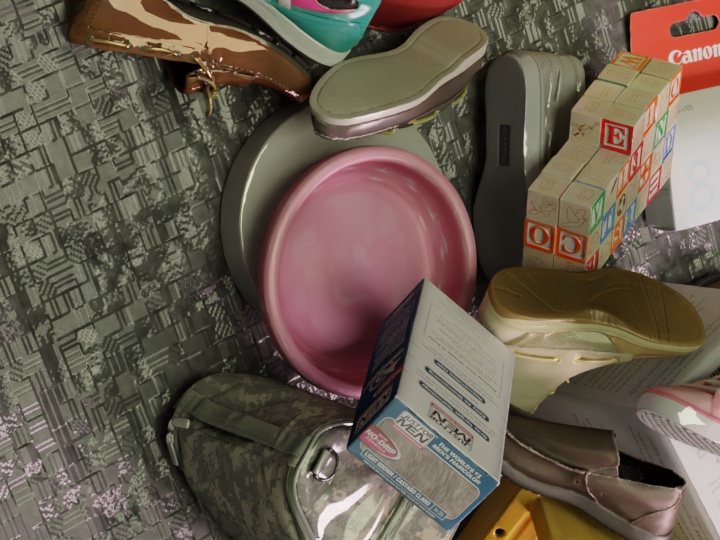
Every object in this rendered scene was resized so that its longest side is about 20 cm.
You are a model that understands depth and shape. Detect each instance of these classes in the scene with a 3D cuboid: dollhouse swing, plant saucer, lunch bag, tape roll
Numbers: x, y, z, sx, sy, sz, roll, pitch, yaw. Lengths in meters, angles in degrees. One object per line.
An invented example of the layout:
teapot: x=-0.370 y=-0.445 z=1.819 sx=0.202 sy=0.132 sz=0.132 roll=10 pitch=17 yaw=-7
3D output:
dollhouse swing: x=0.185 y=0.282 z=1.510 sx=0.199 sy=0.176 sz=0.182 roll=29 pitch=116 yaw=-8
plant saucer: x=0.000 y=0.000 z=1.460 sx=0.199 sy=0.051 sz=0.202 roll=-5 pitch=99 yaw=-33
lunch bag: x=-0.042 y=0.158 z=1.410 sx=0.168 sy=0.200 sz=0.140 roll=43 pitch=73 yaw=-34
tape roll: x=-0.019 y=-0.042 z=1.494 sx=0.202 sy=0.037 sz=0.204 roll=-4 pitch=97 yaw=-32

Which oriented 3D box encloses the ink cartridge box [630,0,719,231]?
ink cartridge box: x=0.330 y=-0.150 z=1.696 sx=0.159 sy=0.047 sz=0.201 roll=-14 pitch=105 yaw=-30

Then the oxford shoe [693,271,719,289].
oxford shoe: x=0.392 y=0.041 z=1.738 sx=0.199 sy=0.084 sz=0.073 roll=3 pitch=96 yaw=-31

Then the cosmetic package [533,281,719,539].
cosmetic package: x=0.276 y=0.125 z=1.603 sx=0.165 sy=0.200 sz=0.166 roll=-39 pitch=113 yaw=-22

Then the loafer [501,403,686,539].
loafer: x=0.179 y=0.148 z=1.480 sx=0.199 sy=0.073 sz=0.071 roll=28 pitch=114 yaw=-12

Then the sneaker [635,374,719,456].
sneaker: x=0.302 y=0.097 z=1.457 sx=0.199 sy=0.075 sz=0.105 roll=21 pitch=83 yaw=-36

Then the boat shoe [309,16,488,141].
boat shoe: x=0.029 y=-0.141 z=1.453 sx=0.200 sy=0.072 sz=0.060 roll=-35 pitch=149 yaw=-43

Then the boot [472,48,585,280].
boot: x=0.156 y=-0.090 z=1.581 sx=0.095 sy=0.073 sz=0.201 roll=-5 pitch=104 yaw=-39

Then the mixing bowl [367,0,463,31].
mixing bowl: x=0.053 y=-0.293 z=1.470 sx=0.199 sy=0.108 sz=0.202 roll=-5 pitch=99 yaw=-33

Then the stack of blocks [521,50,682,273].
stack of blocks: x=0.206 y=-0.088 z=1.554 sx=0.200 sy=0.058 sz=0.116 roll=-48 pitch=147 yaw=-44

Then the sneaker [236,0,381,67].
sneaker: x=-0.057 y=-0.251 z=1.379 sx=0.199 sy=0.084 sz=0.121 roll=33 pitch=121 yaw=-23

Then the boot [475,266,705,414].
boot: x=0.170 y=0.073 z=1.511 sx=0.199 sy=0.073 sz=0.156 roll=5 pitch=138 yaw=-23

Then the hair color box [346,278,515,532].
hair color box: x=0.055 y=0.095 z=1.354 sx=0.100 sy=0.200 sz=0.061 roll=39 pitch=113 yaw=-10

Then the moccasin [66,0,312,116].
moccasin: x=-0.127 y=-0.164 z=1.391 sx=0.201 sy=0.074 sz=0.078 roll=17 pitch=96 yaw=-36
